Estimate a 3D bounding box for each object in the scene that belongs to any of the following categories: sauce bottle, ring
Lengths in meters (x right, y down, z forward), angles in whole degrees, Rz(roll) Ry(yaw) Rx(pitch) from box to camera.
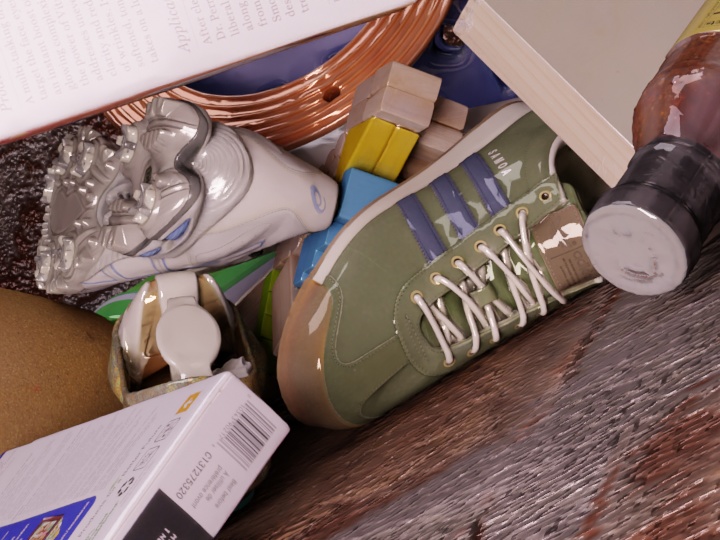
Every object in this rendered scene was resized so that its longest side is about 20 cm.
[{"bbox_3d":[0.141,-0.064,0.859,0.066,0.066,0.200,-24,22,48],"label":"sauce bottle"},{"bbox_3d":[-0.041,-0.133,1.092,0.200,0.201,0.019,-29,-38,7],"label":"ring"}]

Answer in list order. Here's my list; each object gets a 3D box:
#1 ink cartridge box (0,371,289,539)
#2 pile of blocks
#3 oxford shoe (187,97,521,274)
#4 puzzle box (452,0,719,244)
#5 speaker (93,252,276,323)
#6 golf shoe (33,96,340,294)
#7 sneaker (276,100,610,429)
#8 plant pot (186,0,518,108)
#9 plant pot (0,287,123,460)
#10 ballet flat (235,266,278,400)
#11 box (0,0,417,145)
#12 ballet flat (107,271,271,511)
[{"bbox_3d":[-0.107,0.095,0.829,0.200,0.037,0.095,-18,32,56],"label":"ink cartridge box"},{"bbox_3d":[0.000,0.000,1.008,0.082,0.062,0.200,-92,25,-49],"label":"pile of blocks"},{"bbox_3d":[-0.008,-0.051,1.073,0.200,0.058,0.075,-19,-4,9],"label":"oxford shoe"},{"bbox_3d":[0.147,-0.097,0.947,0.200,0.133,0.025,-32,-18,-40],"label":"puzzle box"},{"bbox_3d":[-0.079,0.028,1.246,0.088,0.089,0.200,-27,5,29],"label":"speaker"},{"bbox_3d":[-0.082,-0.021,1.009,0.097,0.078,0.200,13,-8,-25],"label":"golf shoe"},{"bbox_3d":[0.055,-0.009,0.924,0.090,0.067,0.200,0,35,44],"label":"sneaker"},{"bbox_3d":[0.029,-0.085,1.206,0.200,0.180,0.200,-29,5,9],"label":"plant pot"},{"bbox_3d":[-0.194,0.078,1.005,0.200,0.187,0.186,-10,-11,-46],"label":"plant pot"},{"bbox_3d":[0.002,0.007,1.097,0.200,0.063,0.069,-27,-1,18],"label":"ballet flat"},{"bbox_3d":[-0.088,-0.130,0.965,0.200,0.106,0.152,-18,6,2],"label":"box"},{"bbox_3d":[-0.072,0.036,0.949,0.071,0.071,0.200,-29,19,1],"label":"ballet flat"}]
